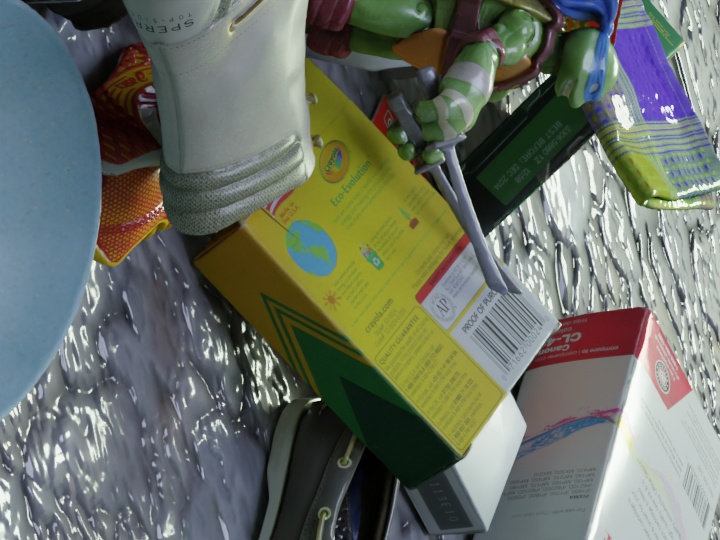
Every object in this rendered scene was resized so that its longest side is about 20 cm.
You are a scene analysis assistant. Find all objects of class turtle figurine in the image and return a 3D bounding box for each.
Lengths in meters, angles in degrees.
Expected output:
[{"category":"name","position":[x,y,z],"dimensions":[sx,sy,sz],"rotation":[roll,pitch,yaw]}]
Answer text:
[{"category":"turtle figurine","position":[0.018,-0.083,1.427],"dimensions":[0.144,0.193,0.200],"rotation":[-56,168,-65]}]

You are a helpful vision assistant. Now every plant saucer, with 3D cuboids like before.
[{"category":"plant saucer","position":[-0.187,-0.023,1.216],"dimensions":[0.201,0.039,0.202],"rotation":[-25,120,-51]}]

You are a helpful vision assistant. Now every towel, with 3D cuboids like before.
[{"category":"towel","position":[0.144,-0.128,1.631],"dimensions":[0.144,0.023,0.200],"rotation":[-2,68,-64]}]

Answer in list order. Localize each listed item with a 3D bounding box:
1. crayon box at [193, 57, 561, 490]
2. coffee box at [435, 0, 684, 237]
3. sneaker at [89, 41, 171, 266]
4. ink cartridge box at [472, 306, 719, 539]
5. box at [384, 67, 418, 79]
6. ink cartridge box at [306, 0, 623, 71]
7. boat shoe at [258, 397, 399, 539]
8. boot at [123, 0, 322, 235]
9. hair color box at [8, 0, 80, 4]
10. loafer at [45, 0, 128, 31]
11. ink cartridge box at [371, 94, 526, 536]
[{"category":"crayon box","position":[0.000,0.000,1.502],"dimensions":[0.200,0.051,0.127],"rotation":[47,46,-7]},{"category":"coffee box","position":[0.121,-0.093,1.722],"dimensions":[0.044,0.123,0.200],"rotation":[46,24,1]},{"category":"sneaker","position":[-0.103,-0.061,1.401],"dimensions":[0.200,0.073,0.077],"rotation":[-42,152,-61]},{"category":"ink cartridge box","position":[0.150,0.145,1.771],"dimensions":[0.148,0.085,0.200],"rotation":[61,36,-34]},{"category":"box","position":[0.027,-0.240,1.628],"dimensions":[0.184,0.105,0.201],"rotation":[38,50,-53]},{"category":"ink cartridge box","position":[0.039,-0.168,1.479],"dimensions":[0.162,0.199,0.050],"rotation":[98,9,-45]},{"category":"boat shoe","position":[-0.017,0.157,1.488],"dimensions":[0.072,0.060,0.202],"rotation":[43,47,-49]},{"category":"boot","position":[-0.043,-0.125,1.314],"dimensions":[0.200,0.072,0.155],"rotation":[-52,143,-46]},{"category":"hair color box","position":[-0.140,-0.192,1.298],"dimensions":[0.200,0.109,0.065],"rotation":[-60,143,-49]},{"category":"loafer","position":[-0.096,-0.174,1.417],"dimensions":[0.070,0.075,0.200],"rotation":[60,35,-27]},{"category":"ink cartridge box","position":[0.043,0.023,1.653],"dimensions":[0.200,0.043,0.174],"rotation":[62,35,-32]}]
